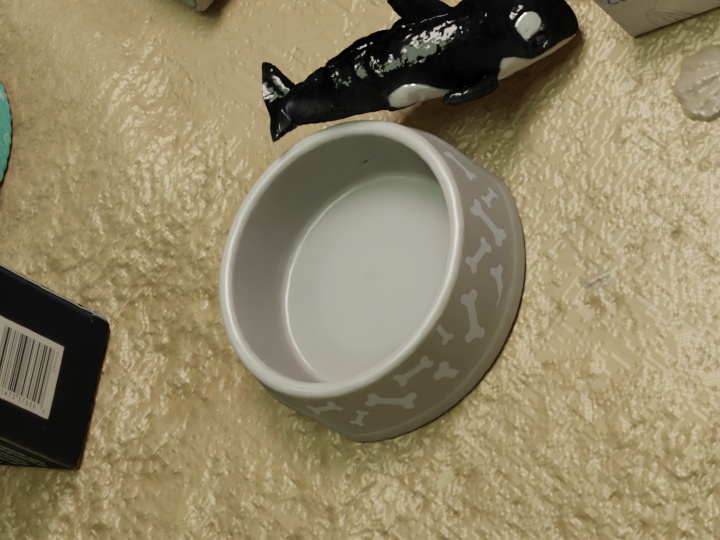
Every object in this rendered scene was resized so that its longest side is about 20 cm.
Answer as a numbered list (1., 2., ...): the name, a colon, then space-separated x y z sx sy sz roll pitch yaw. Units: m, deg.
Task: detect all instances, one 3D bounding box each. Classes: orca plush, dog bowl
1. orca plush: 0.027 -0.146 1.535 0.199 0.071 0.105 -9 29 24
2. dog bowl: 0.000 0.000 1.533 0.199 0.059 0.201 -13 65 30

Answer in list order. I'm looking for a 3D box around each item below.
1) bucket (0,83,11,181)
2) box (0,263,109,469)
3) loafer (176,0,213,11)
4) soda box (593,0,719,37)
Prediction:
1. bucket: -0.351 -0.097 1.761 0.206 0.135 0.209 -14 64 31
2. box: -0.292 0.056 1.652 0.199 0.148 0.108 1 71 34
3. loafer: -0.155 -0.247 1.739 0.063 0.072 0.200 -46 57 -11
4. soda box: 0.226 -0.205 1.456 0.199 0.063 0.069 -18 61 27
